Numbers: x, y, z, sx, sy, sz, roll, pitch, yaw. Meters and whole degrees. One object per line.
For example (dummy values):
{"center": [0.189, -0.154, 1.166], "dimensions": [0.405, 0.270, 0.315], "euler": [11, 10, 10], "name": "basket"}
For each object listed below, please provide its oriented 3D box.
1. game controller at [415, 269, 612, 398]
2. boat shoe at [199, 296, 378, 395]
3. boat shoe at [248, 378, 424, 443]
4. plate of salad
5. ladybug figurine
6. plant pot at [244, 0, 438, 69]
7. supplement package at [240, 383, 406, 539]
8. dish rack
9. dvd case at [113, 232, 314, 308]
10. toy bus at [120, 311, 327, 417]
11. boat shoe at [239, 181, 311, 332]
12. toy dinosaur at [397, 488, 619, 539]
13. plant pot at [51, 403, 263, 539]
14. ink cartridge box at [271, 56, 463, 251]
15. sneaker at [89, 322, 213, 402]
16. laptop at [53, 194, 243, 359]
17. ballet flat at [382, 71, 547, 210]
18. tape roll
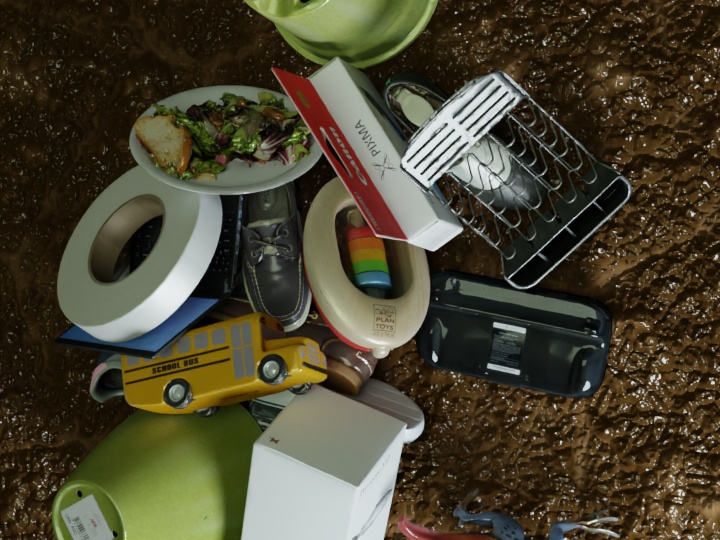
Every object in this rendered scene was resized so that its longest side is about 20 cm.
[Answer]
{"center": [0.152, 0.064, 1.590], "dimensions": [0.199, 0.042, 0.105], "euler": [12, 111, 19], "name": "game controller"}
{"center": [-0.071, 0.065, 1.640], "dimensions": [0.200, 0.070, 0.070], "euler": [21, 65, 19], "name": "boat shoe"}
{"center": [-0.026, 0.151, 1.645], "dimensions": [0.200, 0.072, 0.071], "euler": [14, 122, 23], "name": "boat shoe"}
{"center": [-0.135, -0.143, 1.601], "dimensions": [0.200, 0.200, 0.048], "euler": [16, 130, 18], "name": "plate of salad"}
{"center": [0.000, 0.000, 1.588], "dimensions": [0.072, 0.135, 0.201], "euler": [-47, 42, 50], "name": "ladybug figurine"}
{"center": [-0.040, -0.305, 1.556], "dimensions": [0.200, 0.184, 0.201], "euler": [1, 94, 20], "name": "plant pot"}
{"center": [-0.041, 0.236, 1.582], "dimensions": [0.117, 0.117, 0.200], "euler": [22, 127, 17], "name": "supplement package"}
{"center": [0.143, -0.091, 1.516], "dimensions": [0.153, 0.055, 0.200], "euler": [-44, 121, 13], "name": "dish rack"}
{"center": [-0.158, 0.016, 1.704], "dimensions": [0.200, 0.016, 0.149], "euler": [41, 105, 13], "name": "dvd case"}
{"center": [-0.136, 0.095, 1.567], "dimensions": [0.199, 0.065, 0.079], "euler": [-15, 71, 21], "name": "toy bus"}
{"center": [-0.093, -0.036, 1.617], "dimensions": [0.072, 0.065, 0.201], "euler": [-7, 66, 5], "name": "boat shoe"}
{"center": [0.162, 0.298, 1.541], "dimensions": [0.181, 0.200, 0.105], "euler": [31, 122, 47], "name": "toy dinosaur"}
{"center": [-0.217, 0.232, 1.620], "dimensions": [0.187, 0.200, 0.188], "euler": [7, 104, 28], "name": "plant pot"}
{"center": [0.011, -0.117, 1.542], "dimensions": [0.045, 0.176, 0.200], "euler": [-35, 76, 14], "name": "ink cartridge box"}
{"center": [-0.202, 0.107, 1.666], "dimensions": [0.200, 0.082, 0.070], "euler": [-9, 131, 38], "name": "sneaker"}
{"center": [-0.219, -0.014, 1.629], "dimensions": [0.177, 0.103, 0.201], "euler": [5, 89, 45], "name": "laptop"}
{"center": [0.096, -0.126, 1.578], "dimensions": [0.200, 0.068, 0.068], "euler": [38, 103, 14], "name": "ballet flat"}
{"center": [-0.226, -0.023, 1.607], "dimensions": [0.202, 0.037, 0.203], "euler": [-25, 46, 29], "name": "tape roll"}
